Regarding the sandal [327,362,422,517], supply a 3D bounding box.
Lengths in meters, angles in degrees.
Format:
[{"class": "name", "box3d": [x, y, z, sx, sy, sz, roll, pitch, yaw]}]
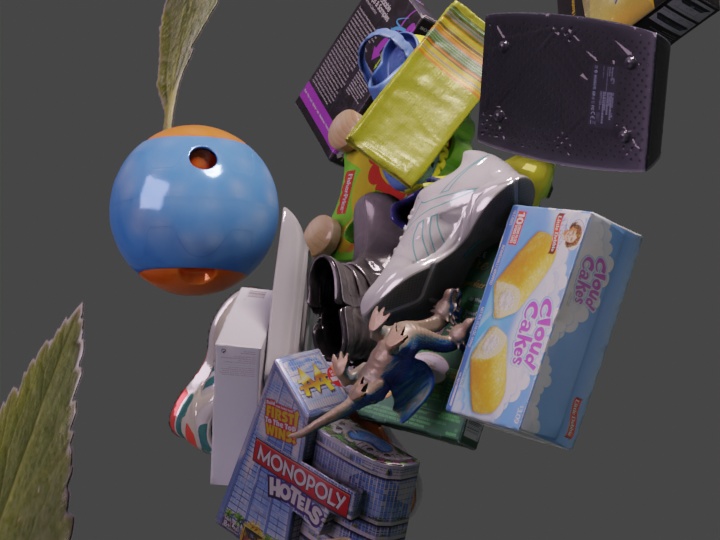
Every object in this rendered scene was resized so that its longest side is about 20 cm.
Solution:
[{"class": "sandal", "box3d": [-0.012, 0.161, 1.677, 0.207, 0.059, 0.079, 49, 115, 39]}]

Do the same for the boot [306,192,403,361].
[{"class": "boot", "box3d": [0.000, 0.000, 1.704, 0.070, 0.131, 0.201, -26, 62, 32]}]

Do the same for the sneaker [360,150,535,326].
[{"class": "sneaker", "box3d": [0.071, -0.028, 1.595, 0.200, 0.070, 0.080, -45, 51, 1]}]

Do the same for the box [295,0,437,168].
[{"class": "box", "box3d": [0.007, -0.235, 1.974, 0.200, 0.036, 0.143, -56, 33, 20]}]

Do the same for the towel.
[{"class": "towel", "box3d": [0.073, -0.179, 1.725, 0.200, 0.086, 0.018, -53, -5, -22]}]

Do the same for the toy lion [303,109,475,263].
[{"class": "toy lion", "box3d": [0.039, -0.102, 1.823, 0.191, 0.068, 0.201, -3, 68, 48]}]

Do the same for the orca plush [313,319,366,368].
[{"class": "orca plush", "box3d": [-0.028, 0.083, 1.786, 0.105, 0.071, 0.201, -27, 49, 48]}]

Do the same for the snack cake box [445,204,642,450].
[{"class": "snack cake box", "box3d": [0.162, 0.048, 1.519, 0.115, 0.067, 0.201, 8, 78, 59]}]

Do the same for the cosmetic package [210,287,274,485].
[{"class": "cosmetic package", "box3d": [-0.118, 0.119, 1.793, 0.200, 0.051, 0.152, -77, -7, -73]}]

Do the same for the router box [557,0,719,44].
[{"class": "router box", "box3d": [0.254, -0.288, 1.606, 0.157, 0.052, 0.201, -36, 43, 42]}]

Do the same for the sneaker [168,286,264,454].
[{"class": "sneaker", "box3d": [-0.140, 0.120, 1.958, 0.093, 0.070, 0.200, 31, 96, 41]}]

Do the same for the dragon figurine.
[{"class": "dragon figurine", "box3d": [0.028, 0.096, 1.555, 0.200, 0.099, 0.059, -54, 46, 3]}]

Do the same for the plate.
[{"class": "plate", "box3d": [-0.072, 0.065, 1.822, 0.200, 0.032, 0.201, 88, -174, -62]}]

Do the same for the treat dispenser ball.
[{"class": "treat dispenser ball", "box3d": [-0.196, -0.071, 2.020, 0.201, 0.200, 0.202, -35, 43, 42]}]

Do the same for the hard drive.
[{"class": "hard drive", "box3d": [0.194, -0.165, 1.559, 0.199, 0.042, 0.136, 15, 106, 44]}]

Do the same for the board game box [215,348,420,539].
[{"class": "board game box", "box3d": [-0.041, 0.189, 1.625, 0.200, 0.062, 0.201, 26, 116, 39]}]

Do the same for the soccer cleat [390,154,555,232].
[{"class": "soccer cleat", "box3d": [0.107, -0.071, 1.663, 0.200, 0.083, 0.065, -26, 50, 48]}]

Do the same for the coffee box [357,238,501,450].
[{"class": "coffee box", "box3d": [0.082, 0.059, 1.621, 0.122, 0.044, 0.201, 11, 80, 35]}]

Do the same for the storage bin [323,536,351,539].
[{"class": "storage bin", "box3d": [-0.056, 0.376, 1.562, 0.200, 0.093, 0.199, -42, 61, 37]}]

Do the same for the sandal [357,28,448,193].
[{"class": "sandal", "box3d": [0.036, -0.170, 1.762, 0.079, 0.087, 0.201, -25, 55, 27]}]
